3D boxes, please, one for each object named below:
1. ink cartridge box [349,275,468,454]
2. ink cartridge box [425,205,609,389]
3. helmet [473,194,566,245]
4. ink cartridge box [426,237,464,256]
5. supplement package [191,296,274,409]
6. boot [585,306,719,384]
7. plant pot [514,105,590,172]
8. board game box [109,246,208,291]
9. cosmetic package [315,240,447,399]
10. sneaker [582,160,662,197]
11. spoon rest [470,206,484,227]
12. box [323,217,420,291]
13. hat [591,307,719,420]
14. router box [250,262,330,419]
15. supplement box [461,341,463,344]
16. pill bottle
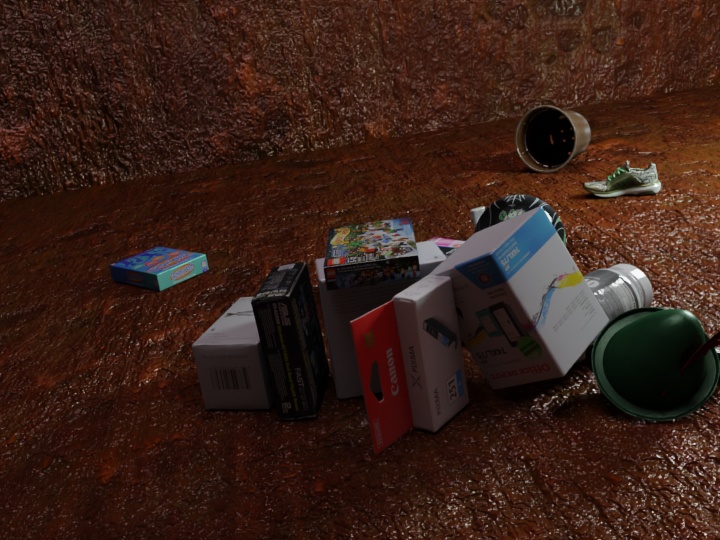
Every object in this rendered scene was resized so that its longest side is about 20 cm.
[{"bbox_3d":[0.074,0.130,1.108,0.045,0.201,0.176,5,23,41],"label":"ink cartridge box"},{"bbox_3d":[0.227,0.043,1.169,0.146,0.201,0.146,-39,9,-37],"label":"ink cartridge box"},{"bbox_3d":[0.312,-0.051,1.584,0.199,0.201,0.191,-1,37,21],"label":"helmet"},{"bbox_3d":[0.212,-0.035,1.793,0.199,0.037,0.094,13,28,42],"label":"ink cartridge box"},{"bbox_3d":[-0.177,0.132,1.339,0.116,0.118,0.200,-4,19,16],"label":"supplement package"},{"bbox_3d":[0.436,0.111,1.211,0.198,0.074,0.151,0,21,11],"label":"boot"},{"bbox_3d":[0.613,-0.415,2.509,0.199,0.202,0.198,6,15,36],"label":"plant pot"},{"bbox_3d":[-0.498,-0.007,1.990,0.199,0.045,0.152,9,25,39],"label":"board game box"},{"bbox_3d":[0.041,0.074,1.286,0.198,0.201,0.123,-9,19,-4],"label":"cosmetic package"},{"bbox_3d":[0.685,-0.245,2.114,0.199,0.089,0.077,-3,19,15],"label":"sneaker"},{"bbox_3d":[0.322,-0.081,1.866,0.099,0.061,0.200,-16,33,-17],"label":"spoon rest"},{"bbox_3d":[0.017,-0.029,1.222,0.136,0.038,0.200,-7,19,2],"label":"box"},{"bbox_3d":[0.410,0.079,1.047,0.199,0.176,0.166,-34,62,-14],"label":"hat"},{"bbox_3d":[-0.105,0.107,1.249,0.062,0.201,0.150,-8,18,9],"label":"router box"},{"bbox_3d":[0.192,0.081,1.418,0.198,0.061,0.109,-7,18,2],"label":"supplement box"},{"bbox_3d":[0.381,0.064,1.307,0.199,0.115,0.113,-23,23,-37],"label":"pill bottle"}]
